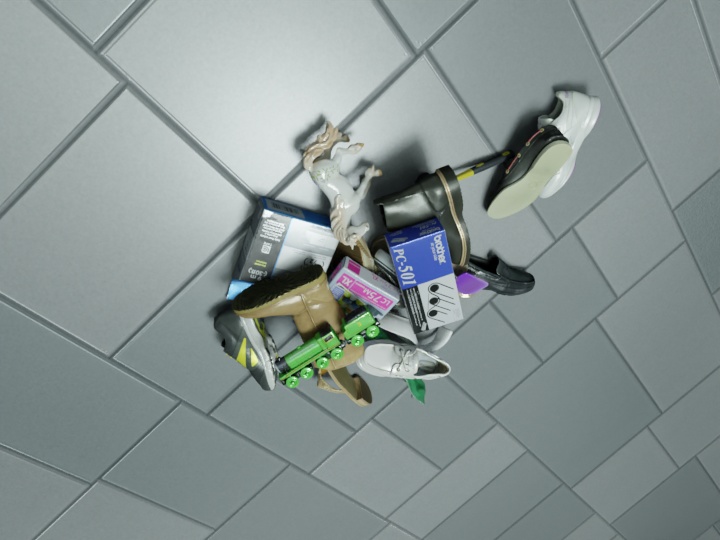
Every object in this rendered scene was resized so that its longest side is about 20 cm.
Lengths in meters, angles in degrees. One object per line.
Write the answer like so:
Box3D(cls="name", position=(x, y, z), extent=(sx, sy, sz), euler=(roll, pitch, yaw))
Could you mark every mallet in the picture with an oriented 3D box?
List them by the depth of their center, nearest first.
Box3D(cls="mallet", position=(0.190, -0.182, 0.975), extent=(0.200, 0.066, 0.041), euler=(-30, 134, -20))

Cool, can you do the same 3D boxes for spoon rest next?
Box3D(cls="spoon rest", position=(0.098, 0.126, 1.073), extent=(0.200, 0.099, 0.061), euler=(17, 92, -34))

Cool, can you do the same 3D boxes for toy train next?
Box3D(cls="toy train", position=(-0.058, 0.127, 0.896), extent=(0.200, 0.042, 0.056), euler=(-32, 115, 1))

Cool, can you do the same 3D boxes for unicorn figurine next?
Box3D(cls="unicorn figurine", position=(-0.025, -0.133, 0.880), extent=(0.200, 0.074, 0.137), euler=(45, 71, -15))

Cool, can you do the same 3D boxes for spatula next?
Box3D(cls="spatula", position=(0.149, -0.014, 0.992), extent=(0.200, 0.021, 0.057), euler=(37, 133, -14))

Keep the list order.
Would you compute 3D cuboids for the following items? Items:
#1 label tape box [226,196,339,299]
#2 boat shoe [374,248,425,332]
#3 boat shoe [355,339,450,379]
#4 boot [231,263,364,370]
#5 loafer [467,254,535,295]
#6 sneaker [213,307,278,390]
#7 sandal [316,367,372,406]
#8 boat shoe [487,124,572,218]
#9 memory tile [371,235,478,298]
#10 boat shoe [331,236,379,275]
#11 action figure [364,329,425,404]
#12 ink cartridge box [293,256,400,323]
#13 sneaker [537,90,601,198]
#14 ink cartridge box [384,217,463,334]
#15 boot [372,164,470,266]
Box3D(cls="label tape box", position=(-0.135, -0.011, 0.930), extent=(0.143, 0.066, 0.200), euler=(14, 110, -25))
Box3D(cls="boat shoe", position=(0.086, 0.045, 0.987), extent=(0.071, 0.072, 0.200), euler=(-45, 112, 1))
Box3D(cls="boat shoe", position=(0.087, 0.171, 1.018), extent=(0.200, 0.069, 0.071), euler=(12, 77, -29))
Box3D(cls="boot", position=(-0.103, 0.101, 0.922), extent=(0.175, 0.066, 0.200), euler=(-17, 125, 6))
Box3D(cls="loafer", position=(0.272, 0.005, 1.079), extent=(0.200, 0.068, 0.071), euler=(7, 122, -19))
Box3D(cls="sneaker", position=(-0.209, 0.144, 0.991), extent=(0.084, 0.075, 0.200), euler=(-11, 118, 4))
Box3D(cls="sandal", position=(-0.053, 0.227, 1.082), extent=(0.070, 0.078, 0.212), euler=(-24, 134, 16))
Box3D(cls="boat shoe", position=(0.301, -0.175, 0.979), extent=(0.074, 0.063, 0.201), euler=(10, 138, -26))
Box3D(cls="memory tile", position=(0.124, -0.004, 1.019), extent=(0.153, 0.017, 0.200), euler=(-27, 115, 12))
Box3D(cls="boat shoe", position=(0.000, 0.000, 0.988), extent=(0.065, 0.072, 0.200), euler=(-46, 134, -42))
Box3D(cls="action figure", position=(0.062, 0.179, 1.090), extent=(0.055, 0.118, 0.200), euler=(-34, 115, 15))
Box3D(cls="ink cartridge box", position=(-0.032, 0.075, 0.973), extent=(0.119, 0.042, 0.200), euler=(31, 127, -15))
Box3D(cls="sneaker", position=(0.362, -0.236, 0.994), extent=(0.099, 0.075, 0.200), euler=(16, 112, -5))
Box3D(cls="ink cartridge box", position=(0.111, 0.014, 0.908), extent=(0.094, 0.044, 0.200), euler=(-18, 126, 2))
Box3D(cls="boot", position=(0.107, -0.073, 0.915), extent=(0.138, 0.078, 0.200), euler=(-22, 126, -1))
